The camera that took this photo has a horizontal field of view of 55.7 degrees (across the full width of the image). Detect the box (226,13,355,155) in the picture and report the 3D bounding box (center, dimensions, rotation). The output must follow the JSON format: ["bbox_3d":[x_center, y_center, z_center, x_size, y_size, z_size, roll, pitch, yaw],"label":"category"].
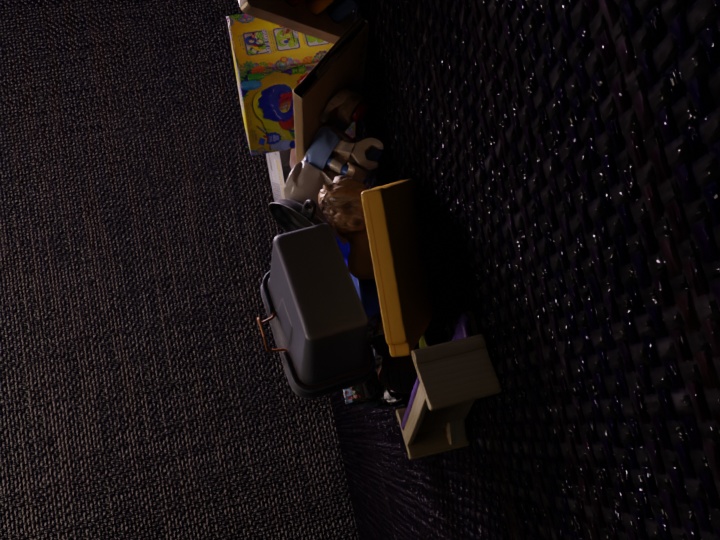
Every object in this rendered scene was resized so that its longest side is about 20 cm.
[{"bbox_3d":[-0.108,-0.315,1.128,0.201,0.189,0.124,94,162,-62],"label":"box"}]

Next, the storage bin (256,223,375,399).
[{"bbox_3d":[-0.065,0.045,0.901,0.135,0.143,0.202,98,154,-58],"label":"storage bin"}]

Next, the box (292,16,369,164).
[{"bbox_3d":[-0.045,-0.246,1.003,0.021,0.164,0.201,32,158,10],"label":"box"}]

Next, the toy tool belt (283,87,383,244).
[{"bbox_3d":[-0.017,-0.151,1.007,0.202,0.122,0.125,-60,-12,12],"label":"toy tool belt"}]

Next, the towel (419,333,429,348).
[{"bbox_3d":[0.089,0.129,0.982,0.087,0.018,0.202,87,168,-45],"label":"towel"}]

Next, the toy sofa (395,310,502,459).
[{"bbox_3d":[0.090,0.136,0.781,0.201,0.081,0.099,95,161,-60],"label":"toy sofa"}]

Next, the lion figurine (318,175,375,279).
[{"bbox_3d":[0.009,-0.040,0.945,0.073,0.120,0.203,-114,15,-54],"label":"lion figurine"}]

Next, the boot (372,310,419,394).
[{"bbox_3d":[0.061,0.096,0.949,0.201,0.073,0.098,78,-161,-56],"label":"boot"}]

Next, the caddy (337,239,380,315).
[{"bbox_3d":[0.000,0.000,1.100,0.200,0.103,0.144,-149,49,-78],"label":"caddy"}]

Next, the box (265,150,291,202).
[{"bbox_3d":[-0.119,-0.217,1.433,0.048,0.158,0.203,19,128,37],"label":"box"}]

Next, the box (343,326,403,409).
[{"bbox_3d":[0.012,0.164,1.177,0.200,0.037,0.139,32,-138,-65],"label":"box"}]

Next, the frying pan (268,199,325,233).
[{"bbox_3d":[-0.088,-0.081,0.957,0.114,0.031,0.191,30,162,18],"label":"frying pan"}]

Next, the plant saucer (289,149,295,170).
[{"bbox_3d":[-0.081,-0.161,1.337,0.201,0.036,0.201,52,-172,-10],"label":"plant saucer"}]

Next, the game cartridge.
[{"bbox_3d":[0.047,-0.012,0.788,0.200,0.032,0.180,-33,-66,-72],"label":"game cartridge"}]

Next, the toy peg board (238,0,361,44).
[{"bbox_3d":[-0.072,-0.437,0.922,0.097,0.197,0.204,-23,74,42],"label":"toy peg board"}]

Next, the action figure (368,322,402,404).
[{"bbox_3d":[0.035,0.142,1.090,0.200,0.068,0.132,45,-152,-59],"label":"action figure"}]
